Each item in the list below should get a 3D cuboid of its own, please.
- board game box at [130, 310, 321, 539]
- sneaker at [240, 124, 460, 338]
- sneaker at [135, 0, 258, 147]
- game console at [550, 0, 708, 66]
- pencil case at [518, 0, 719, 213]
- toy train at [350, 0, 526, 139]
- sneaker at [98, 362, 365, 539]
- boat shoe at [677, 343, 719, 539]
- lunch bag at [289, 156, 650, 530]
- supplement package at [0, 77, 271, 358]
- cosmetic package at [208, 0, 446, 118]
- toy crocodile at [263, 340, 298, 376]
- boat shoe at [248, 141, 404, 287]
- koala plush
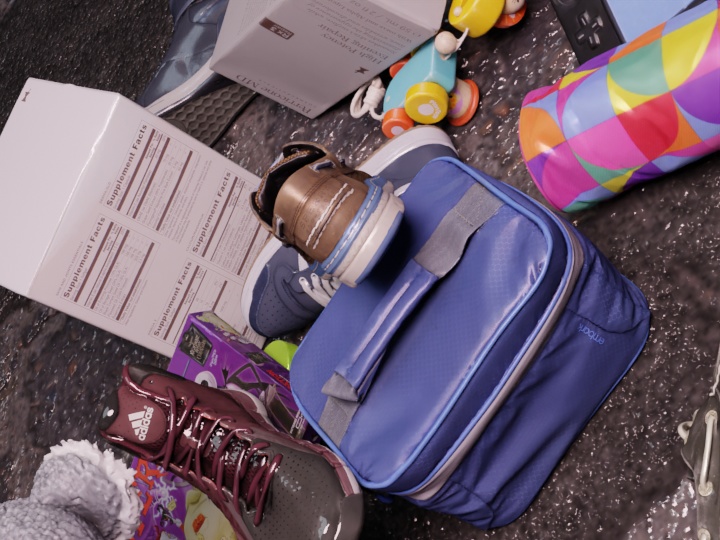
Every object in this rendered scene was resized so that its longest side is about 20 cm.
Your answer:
[{"bbox_3d":[-0.101,0.144,0.824,0.120,0.032,0.202,35,112,32],"label":"board game box"},{"bbox_3d":[0.000,0.000,0.837,0.200,0.070,0.109,-43,42,17],"label":"sneaker"},{"bbox_3d":[-0.159,-0.188,1.087,0.202,0.077,0.147,-38,56,12],"label":"sneaker"},{"bbox_3d":[0.135,-0.213,0.699,0.200,0.118,0.174,-40,67,52],"label":"game console"},{"bbox_3d":[0.186,-0.099,0.691,0.199,0.088,0.089,-21,55,38],"label":"pencil case"},{"bbox_3d":[0.070,-0.182,0.882,0.201,0.055,0.150,-62,22,10],"label":"toy train"},{"bbox_3d":[-0.087,0.107,0.682,0.199,0.115,0.076,24,88,58],"label":"sneaker"},{"bbox_3d":[0.186,0.087,0.597,0.063,0.070,0.202,-14,61,39],"label":"boat shoe"},{"bbox_3d":[0.050,0.046,0.712,0.201,0.132,0.136,-56,41,6],"label":"lunch bag"},{"bbox_3d":[-0.170,-0.028,0.927,0.151,0.199,0.152,17,81,49],"label":"supplement package"},{"bbox_3d":[-0.026,-0.187,0.900,0.200,0.101,0.075,-26,46,60],"label":"cosmetic package"},{"bbox_3d":[-0.059,0.099,0.846,0.199,0.067,0.062,-33,52,32],"label":"toy crocodile"},{"bbox_3d":[-0.023,-0.042,0.722,0.073,0.072,0.200,-56,8,-3],"label":"boat shoe"},{"bbox_3d":[-0.164,0.208,0.702,0.183,0.202,0.177,12,43,45],"label":"koala plush"}]
